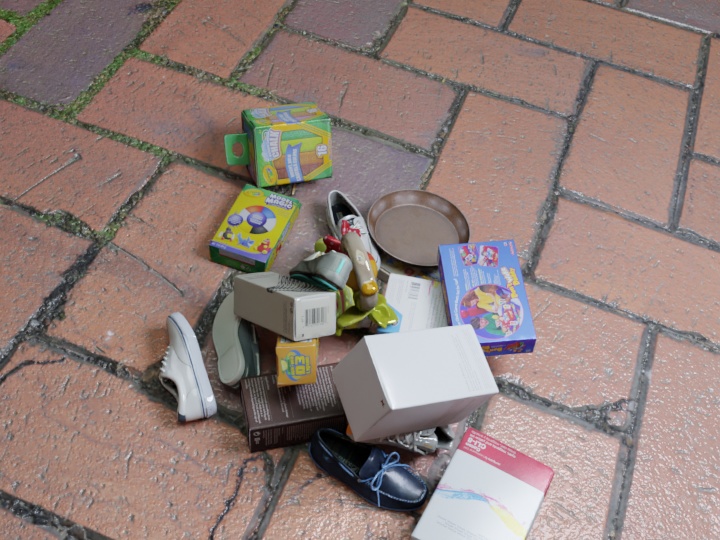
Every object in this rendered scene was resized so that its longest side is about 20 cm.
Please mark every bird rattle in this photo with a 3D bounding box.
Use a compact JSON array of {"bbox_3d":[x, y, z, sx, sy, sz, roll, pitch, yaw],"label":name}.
[{"bbox_3d":[0.000,0.000,1.459,0.111,0.163,0.202,-7,71,-8],"label":"bird rattle"}]

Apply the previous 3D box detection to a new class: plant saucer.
[{"bbox_3d":[0.108,-0.074,1.662,0.198,0.035,0.202,6,47,-6],"label":"plant saucer"}]

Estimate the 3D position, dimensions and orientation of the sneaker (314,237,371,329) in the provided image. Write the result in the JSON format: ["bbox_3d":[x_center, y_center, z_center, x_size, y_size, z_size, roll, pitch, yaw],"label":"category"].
[{"bbox_3d":[-0.052,0.022,1.570,0.089,0.079,0.201,-16,54,-16],"label":"sneaker"}]

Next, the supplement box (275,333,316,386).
[{"bbox_3d":[-0.100,0.122,1.416,0.068,0.067,0.200,-1,13,1],"label":"supplement box"}]

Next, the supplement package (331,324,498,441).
[{"bbox_3d":[0.079,0.163,1.296,0.198,0.117,0.118,-3,61,-34],"label":"supplement package"}]

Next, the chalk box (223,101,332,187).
[{"bbox_3d":[-0.166,-0.246,1.728,0.198,0.126,0.124,-11,29,-16],"label":"chalk box"}]

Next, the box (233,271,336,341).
[{"bbox_3d":[-0.124,0.054,1.409,0.081,0.069,0.199,-7,14,-36],"label":"box"}]

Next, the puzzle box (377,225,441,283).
[{"bbox_3d":[0.134,0.008,1.637,0.199,0.026,0.133,33,55,19],"label":"puzzle box"}]

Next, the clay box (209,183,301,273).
[{"bbox_3d":[-0.193,-0.087,1.663,0.114,0.048,0.201,17,51,8],"label":"clay box"}]

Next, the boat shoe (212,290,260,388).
[{"bbox_3d":[-0.205,0.121,1.493,0.062,0.073,0.201,34,29,-36],"label":"boat shoe"}]

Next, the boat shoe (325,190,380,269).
[{"bbox_3d":[-0.018,-0.074,1.646,0.071,0.066,0.201,-16,47,-6],"label":"boat shoe"}]

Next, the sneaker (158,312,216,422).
[{"bbox_3d":[-0.294,0.154,1.432,0.070,0.073,0.201,-13,53,-21],"label":"sneaker"}]

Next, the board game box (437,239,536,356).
[{"bbox_3d":[0.208,0.045,1.476,0.133,0.045,0.202,-4,55,-2],"label":"board game box"}]

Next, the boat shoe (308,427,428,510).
[{"bbox_3d":[0.009,0.306,1.344,0.198,0.069,0.085,19,50,9],"label":"boat shoe"}]

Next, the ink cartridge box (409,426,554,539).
[{"bbox_3d":[0.165,0.365,1.262,0.143,0.146,0.201,25,51,14],"label":"ink cartridge box"}]

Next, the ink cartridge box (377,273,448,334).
[{"bbox_3d":[0.136,0.085,1.523,0.198,0.068,0.116,10,62,8],"label":"ink cartridge box"}]

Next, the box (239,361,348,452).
[{"bbox_3d":[-0.089,0.214,1.408,0.198,0.075,0.101,-8,51,-11],"label":"box"}]

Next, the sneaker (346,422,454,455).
[{"bbox_3d":[0.070,0.243,1.349,0.198,0.076,0.092,2,29,-41],"label":"sneaker"}]

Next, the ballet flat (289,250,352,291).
[{"bbox_3d":[-0.060,-0.001,1.427,0.067,0.200,0.064,31,79,-18],"label":"ballet flat"}]
